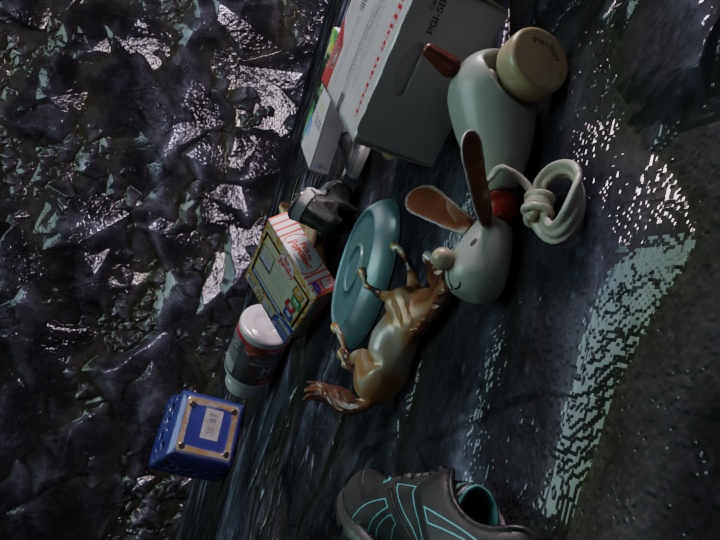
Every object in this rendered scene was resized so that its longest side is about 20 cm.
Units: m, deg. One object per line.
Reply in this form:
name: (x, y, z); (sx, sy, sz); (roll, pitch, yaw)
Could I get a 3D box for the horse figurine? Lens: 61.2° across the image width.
horse figurine: (0.019, 0.061, 0.567); (0.201, 0.050, 0.133); (-62, 33, 13)

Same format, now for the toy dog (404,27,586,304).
toy dog: (0.077, -0.088, 0.435); (0.132, 0.096, 0.201); (124, 157, -53)

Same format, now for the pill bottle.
pill bottle: (-0.220, 0.174, 1.266); (0.111, 0.110, 0.200); (-90, 21, -49)

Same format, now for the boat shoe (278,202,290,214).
boat shoe: (-0.169, -0.113, 1.485); (0.200, 0.072, 0.065); (-118, 47, -63)

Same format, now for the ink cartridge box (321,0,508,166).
ink cartridge box: (0.038, -0.207, 0.578); (0.147, 0.083, 0.200); (-64, 24, 25)

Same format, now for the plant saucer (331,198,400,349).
plant saucer: (0.000, 0.000, 0.784); (0.200, 0.027, 0.201); (-164, 90, -76)

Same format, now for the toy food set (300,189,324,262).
toy food set: (-0.091, -0.055, 1.119); (0.200, 0.048, 0.199); (174, 109, -77)

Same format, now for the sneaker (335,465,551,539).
sneaker: (0.046, 0.158, 0.368); (0.079, 0.075, 0.200); (-61, 19, -6)

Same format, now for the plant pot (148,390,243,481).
plant pot: (-0.420, 0.430, 1.604); (0.180, 0.199, 0.201); (-41, 35, 53)

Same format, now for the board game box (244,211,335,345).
board game box: (-0.122, 0.019, 1.019); (0.152, 0.046, 0.200); (57, 148, 13)

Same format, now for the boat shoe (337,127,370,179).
boat shoe: (-0.020, -0.233, 1.030); (0.070, 0.071, 0.201); (121, 160, -45)

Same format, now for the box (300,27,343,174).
box: (-0.047, -0.271, 0.962); (0.144, 0.036, 0.201); (-112, 39, -59)

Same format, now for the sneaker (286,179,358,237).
sneaker: (-0.039, -0.091, 0.953); (0.067, 0.090, 0.200); (-59, -7, 19)

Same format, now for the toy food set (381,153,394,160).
toy food set: (0.072, -0.224, 0.714); (0.200, 0.048, 0.199); (133, 151, -62)
